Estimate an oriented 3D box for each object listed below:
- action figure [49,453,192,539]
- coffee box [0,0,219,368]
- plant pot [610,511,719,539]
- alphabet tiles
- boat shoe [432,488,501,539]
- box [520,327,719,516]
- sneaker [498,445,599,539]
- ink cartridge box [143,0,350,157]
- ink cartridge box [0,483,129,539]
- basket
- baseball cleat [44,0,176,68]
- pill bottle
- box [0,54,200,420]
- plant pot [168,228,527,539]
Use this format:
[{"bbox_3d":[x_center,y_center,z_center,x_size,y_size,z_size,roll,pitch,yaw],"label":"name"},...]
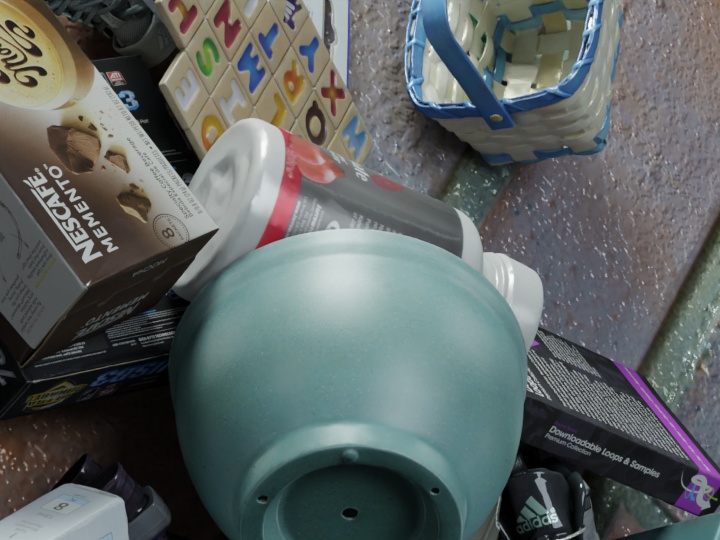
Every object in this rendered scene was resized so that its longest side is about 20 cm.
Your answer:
[{"bbox_3d":[-0.083,0.177,1.603,0.200,0.069,0.130,36,6,-17],"label":"action figure"},{"bbox_3d":[-0.187,-0.061,1.560,0.113,0.080,0.200,-25,74,-48],"label":"coffee box"},{"bbox_3d":[0.198,0.280,1.788,0.141,0.141,0.200,40,56,-21],"label":"plant pot"},{"bbox_3d":[-0.059,-0.106,1.718,0.200,0.008,0.167,63,35,-29],"label":"alphabet tiles"},{"bbox_3d":[0.042,0.169,1.656,0.060,0.072,0.202,62,31,-25],"label":"boat shoe"},{"bbox_3d":[0.129,0.081,1.840,0.200,0.036,0.143,26,16,-31],"label":"box"},{"bbox_3d":[0.111,0.177,1.730,0.200,0.078,0.140,-104,178,-64],"label":"sneaker"},{"bbox_3d":[-0.071,-0.190,1.802,0.200,0.043,0.197,51,29,-43],"label":"ink cartridge box"},{"bbox_3d":[-0.191,0.221,1.475,0.200,0.047,0.160,-31,124,-47],"label":"ink cartridge box"},{"bbox_3d":[0.093,-0.170,1.894,0.200,0.139,0.176,60,34,-48],"label":"basket"},{"bbox_3d":[-0.155,-0.168,1.714,0.200,0.070,0.107,-24,88,-58],"label":"baseball cleat"},{"bbox_3d":[0.000,0.000,1.640,0.200,0.111,0.111,24,55,-22],"label":"pill bottle"},{"bbox_3d":[-0.165,-0.023,1.642,0.200,0.050,0.199,-12,64,-45],"label":"box"},{"bbox_3d":[-0.005,0.097,1.554,0.200,0.200,0.134,34,29,-25],"label":"plant pot"}]
